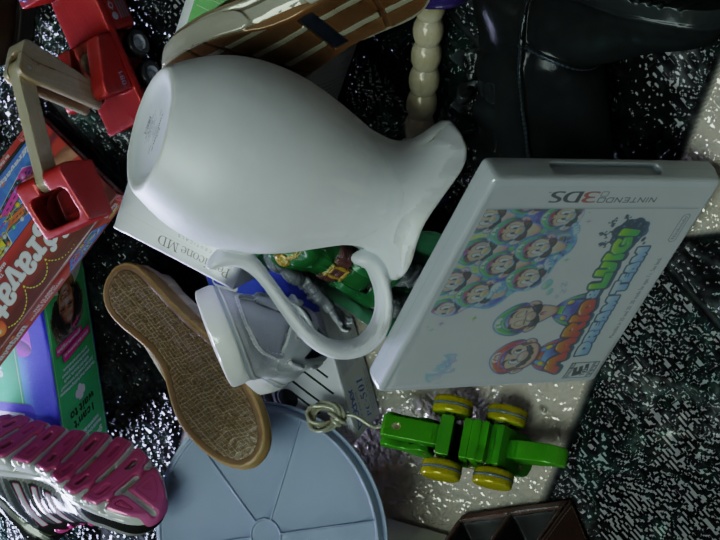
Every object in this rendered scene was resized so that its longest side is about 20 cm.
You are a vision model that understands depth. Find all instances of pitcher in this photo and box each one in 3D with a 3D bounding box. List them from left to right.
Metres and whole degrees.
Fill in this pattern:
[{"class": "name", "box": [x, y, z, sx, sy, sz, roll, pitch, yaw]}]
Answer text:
[{"class": "pitcher", "box": [-0.051, -0.041, 1.381, 0.198, 0.121, 0.173, 15, 94, -23]}]

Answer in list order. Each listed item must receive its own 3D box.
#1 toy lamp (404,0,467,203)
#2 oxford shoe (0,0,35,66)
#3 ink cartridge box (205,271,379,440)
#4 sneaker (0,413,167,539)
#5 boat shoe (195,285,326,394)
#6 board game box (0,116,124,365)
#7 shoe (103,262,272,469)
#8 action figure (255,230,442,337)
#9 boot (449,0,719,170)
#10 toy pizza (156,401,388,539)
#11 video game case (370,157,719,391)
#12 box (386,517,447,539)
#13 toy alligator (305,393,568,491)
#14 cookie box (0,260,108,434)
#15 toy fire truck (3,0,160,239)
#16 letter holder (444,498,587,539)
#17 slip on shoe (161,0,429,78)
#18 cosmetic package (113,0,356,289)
[{"class": "toy lamp", "box": [0.043, -0.140, 1.441, 0.058, 0.058, 0.202, 18, 124, 21]}, {"class": "oxford shoe", "box": [-0.282, -0.231, 1.566, 0.072, 0.084, 0.202, 16, 123, 24]}, {"class": "ink cartridge box", "box": [-0.058, 0.031, 1.611, 0.093, 0.044, 0.202, -2, 116, 30]}, {"class": "sneaker", "box": [-0.227, 0.177, 1.688, 0.199, 0.074, 0.088, 13, 127, 32]}, {"class": "boat shoe", "box": [-0.062, 0.045, 1.486, 0.068, 0.200, 0.073, -24, 71, 5]}, {"class": "board game box", "box": [-0.273, -0.011, 1.651, 0.103, 0.019, 0.200, 42, 100, 22]}, {"class": "shoe", "box": [-0.120, 0.068, 1.621, 0.070, 0.053, 0.200, -48, 62, 19]}, {"class": "action figure", "box": [0.000, 0.000, 1.487, 0.199, 0.055, 0.118, 23, 126, -30]}, {"class": "boot", "box": [0.147, -0.121, 1.380, 0.197, 0.073, 0.164, 15, 123, 29]}, {"class": "toy pizza", "box": [-0.066, 0.199, 1.635, 0.198, 0.032, 0.202, 2, 94, 25]}, {"class": "video game case", "box": [0.120, 0.005, 1.417, 0.024, 0.181, 0.201, 63, 141, 36]}, {"class": "box", "box": [-0.026, 0.241, 1.695, 0.198, 0.078, 0.096, 12, 123, 25]}, {"class": "toy alligator", "box": [0.059, 0.125, 1.586, 0.198, 0.060, 0.054, 8, 165, 16]}, {"class": "cookie box", "box": [-0.302, 0.064, 1.758, 0.170, 0.075, 0.202, 9, 122, 24]}, {"class": "toy fire truck", "box": [-0.207, -0.136, 1.521, 0.049, 0.141, 0.201, -22, 93, 38]}, {"class": "letter holder", "box": [0.125, 0.297, 1.595, 0.100, 0.142, 0.201, -12, 111, 35]}, {"class": "slip on shoe", "box": [-0.042, -0.172, 1.382, 0.199, 0.061, 0.076, -23, 141, 31]}, {"class": "cosmetic package", "box": [-0.084, -0.103, 1.491, 0.107, 0.085, 0.202, 25, 110, 15]}]
